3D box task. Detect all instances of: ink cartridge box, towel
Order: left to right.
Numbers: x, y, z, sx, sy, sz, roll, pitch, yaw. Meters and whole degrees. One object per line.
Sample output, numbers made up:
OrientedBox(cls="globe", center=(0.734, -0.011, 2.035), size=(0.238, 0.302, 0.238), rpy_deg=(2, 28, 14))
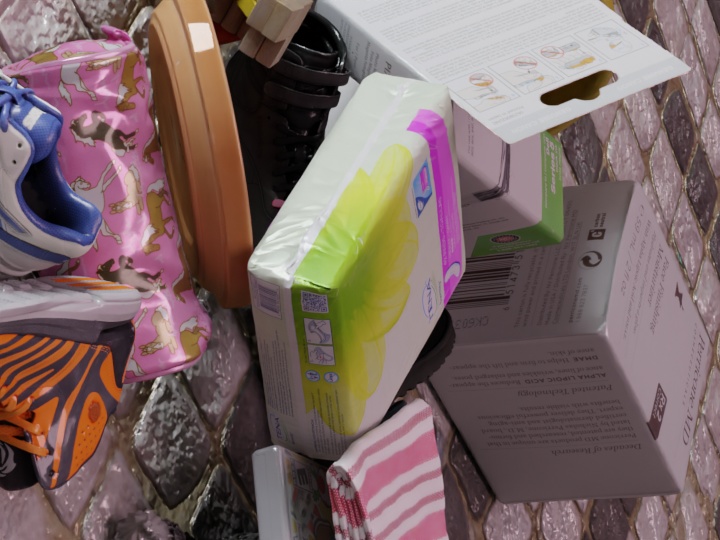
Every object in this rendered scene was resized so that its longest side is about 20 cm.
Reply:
OrientedBox(cls="towel", center=(0.030, 0.189, 1.407), size=(0.146, 0.030, 0.201), rpy_deg=(-34, 117, -66))
OrientedBox(cls="ink cartridge box", center=(0.042, -0.078, 1.663), size=(0.200, 0.145, 0.084), rpy_deg=(35, 52, -57))
OrientedBox(cls="ink cartridge box", center=(0.089, -0.141, 1.522), size=(0.162, 0.200, 0.057), rpy_deg=(-23, 142, -30))

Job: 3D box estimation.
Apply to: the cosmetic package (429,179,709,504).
OrientedBox(cls="cosmetic package", center=(0.165, 0.060, 1.857), size=(0.200, 0.164, 0.165), rpy_deg=(59, 36, -40))

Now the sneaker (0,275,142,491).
OrientedBox(cls="sneaker", center=(-0.194, 0.064, 1.231), size=(0.199, 0.077, 0.113), rpy_deg=(-1, 101, -49))

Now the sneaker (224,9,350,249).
OrientedBox(cls="sneaker", center=(-0.044, -0.084, 1.491), size=(0.070, 0.099, 0.201), rpy_deg=(5, 55, -26))

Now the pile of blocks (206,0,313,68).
OrientedBox(cls="pile of blocks", center=(-0.095, -0.185, 1.460), size=(0.082, 0.062, 0.200), rpy_deg=(20, 22, -30))

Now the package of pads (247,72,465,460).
OrientedBox(cls="package of pads", center=(0.000, 0.000, 1.423), size=(0.200, 0.068, 0.155), rpy_deg=(-58, 153, -42))

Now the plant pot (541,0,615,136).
OrientedBox(cls="plant pot", center=(0.086, -0.222, 1.753), size=(0.190, 0.200, 0.201), rpy_deg=(-93, 158, -44))

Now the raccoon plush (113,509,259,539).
OrientedBox(cls="raccoon plush", center=(-0.065, 0.166, 1.459), size=(0.134, 0.096, 0.200), rpy_deg=(-83, 151, -42))

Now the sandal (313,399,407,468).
OrientedBox(cls="sandal", center=(0.010, 0.128, 1.565), size=(0.043, 0.076, 0.200), rpy_deg=(64, -2, -5))

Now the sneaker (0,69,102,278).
OrientedBox(cls="sneaker", center=(-0.201, -0.089, 1.239), size=(0.201, 0.088, 0.075), rpy_deg=(65, 33, -30))

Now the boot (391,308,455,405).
OrientedBox(cls="boot", center=(-0.007, 0.011, 1.618), size=(0.211, 0.079, 0.159), rpy_deg=(-41, 120, -59))

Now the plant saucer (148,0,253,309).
OrientedBox(cls="plant saucer", center=(-0.099, -0.075, 1.408), size=(0.200, 0.032, 0.201), rpy_deg=(169, -90, -81))

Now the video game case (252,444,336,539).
OrientedBox(cls="video game case", center=(-0.005, 0.222, 1.412), size=(0.182, 0.023, 0.201), rpy_deg=(33, 45, -57))

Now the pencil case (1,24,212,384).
OrientedBox(cls="pencil case", center=(-0.147, -0.036, 1.342), size=(0.086, 0.082, 0.201), rpy_deg=(-33, 113, -59))
